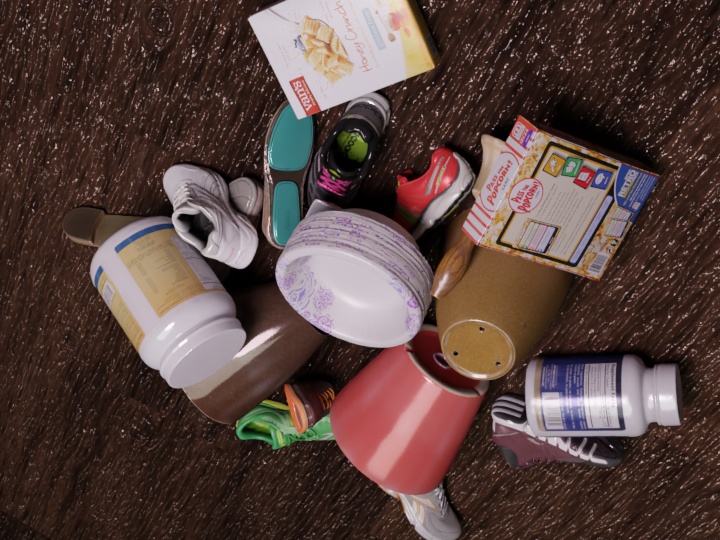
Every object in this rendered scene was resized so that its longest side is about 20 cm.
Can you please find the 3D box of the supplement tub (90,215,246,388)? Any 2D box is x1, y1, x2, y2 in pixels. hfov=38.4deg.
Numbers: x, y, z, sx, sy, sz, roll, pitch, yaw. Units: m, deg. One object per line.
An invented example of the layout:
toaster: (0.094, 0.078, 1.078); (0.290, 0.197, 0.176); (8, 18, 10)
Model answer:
supplement tub: (-0.258, 0.042, 1.396); (0.200, 0.144, 0.145); (53, 130, 19)

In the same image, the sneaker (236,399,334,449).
sneaker: (-0.106, 0.253, 1.646); (0.198, 0.084, 0.075); (-2, 122, 20)

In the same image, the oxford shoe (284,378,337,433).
oxford shoe: (-0.071, 0.190, 1.535); (0.072, 0.200, 0.072); (-15, 96, -2)

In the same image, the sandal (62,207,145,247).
sandal: (-0.344, -0.038, 1.557); (0.210, 0.078, 0.070); (17, 159, 17)

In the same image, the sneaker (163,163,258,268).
sneaker: (-0.222, -0.085, 1.404); (0.200, 0.099, 0.078); (45, 112, 33)

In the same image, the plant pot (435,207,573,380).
plant pot: (0.168, 0.041, 1.328); (0.185, 0.200, 0.188); (10, 126, 14)

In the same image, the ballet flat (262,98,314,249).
ballet flat: (-0.105, -0.131, 1.380); (0.068, 0.067, 0.202); (6, 97, -20)

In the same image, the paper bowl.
paper bowl: (0.000, 0.000, 1.324); (0.199, 0.105, 0.201); (19, 147, 13)

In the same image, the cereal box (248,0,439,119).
cereal box: (-0.020, -0.283, 1.263); (0.199, 0.040, 0.145); (-17, 113, 25)

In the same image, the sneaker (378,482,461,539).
sneaker: (0.108, 0.353, 1.647); (0.092, 0.076, 0.200); (-33, 109, 30)

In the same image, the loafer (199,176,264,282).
loafer: (-0.188, -0.054, 1.483); (0.200, 0.063, 0.072); (-52, 56, 28)

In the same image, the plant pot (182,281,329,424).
plant pot: (-0.148, 0.097, 1.509); (0.199, 0.187, 0.187); (-29, 111, 20)

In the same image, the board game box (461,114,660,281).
board game box: (0.239, -0.081, 1.227); (0.199, 0.046, 0.152); (15, 112, -31)

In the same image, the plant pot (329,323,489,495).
plant pot: (0.079, 0.186, 1.478); (0.200, 0.201, 0.178); (31, 120, -3)

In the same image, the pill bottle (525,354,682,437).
pill bottle: (0.333, 0.171, 1.413); (0.198, 0.111, 0.112); (-4, 122, 22)

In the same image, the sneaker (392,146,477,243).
sneaker: (0.073, -0.089, 1.367); (0.085, 0.077, 0.200); (50, 126, 8)

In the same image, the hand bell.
hand bell: (0.143, -0.054, 1.270); (0.104, 0.104, 0.201); (31, 92, -3)

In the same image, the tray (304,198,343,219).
tray: (-0.037, -0.032, 1.427); (0.107, 0.022, 0.200); (28, 149, -2)

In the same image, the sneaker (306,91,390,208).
sneaker: (-0.026, -0.137, 1.345); (0.073, 0.088, 0.200); (30, 128, -2)

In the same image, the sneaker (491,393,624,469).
sneaker: (0.284, 0.260, 1.526); (0.199, 0.076, 0.116); (21, 134, 18)
